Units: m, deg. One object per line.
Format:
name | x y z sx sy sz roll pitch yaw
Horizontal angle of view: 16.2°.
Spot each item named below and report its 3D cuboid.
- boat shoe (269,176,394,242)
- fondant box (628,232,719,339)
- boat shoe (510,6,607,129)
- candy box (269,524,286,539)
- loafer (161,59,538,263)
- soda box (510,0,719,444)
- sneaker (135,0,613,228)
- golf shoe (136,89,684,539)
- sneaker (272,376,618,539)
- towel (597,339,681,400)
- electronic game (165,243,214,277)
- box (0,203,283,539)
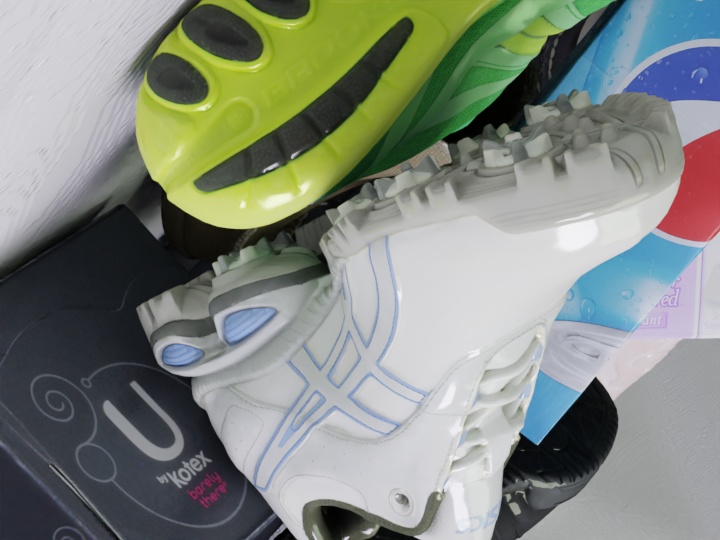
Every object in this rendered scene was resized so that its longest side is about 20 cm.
boat shoe | 0.000 0.000 0.885 0.200 0.060 0.074 -60 149 -65
fondant box | 0.115 -0.021 0.971 0.144 0.058 0.200 -1 -170 -12
boat shoe | 0.092 -0.099 1.011 0.063 0.073 0.200 2 -159 19
candy box | -0.059 0.096 0.951 0.200 0.077 0.169 -19 179 -21
loafer | 0.008 -0.053 0.748 0.076 0.067 0.200 -41 175 -46
soda box | 0.091 -0.049 0.741 0.200 0.064 0.068 -53 -179 16
sneaker | 0.027 -0.082 0.650 0.200 0.074 0.084 -33 180 -5
golf shoe | 0.026 0.019 0.634 0.078 0.097 0.200 -24 178 -32
sneaker | 0.001 0.092 0.781 0.104 0.060 0.200 -49 172 34
towel | 0.024 0.038 1.190 0.200 0.191 0.032 131 -26 -53
electronic game | -0.041 -0.003 0.989 0.200 0.042 0.200 -45 176 -4
box | -0.115 0.095 0.752 0.200 0.106 0.122 -47 176 32
